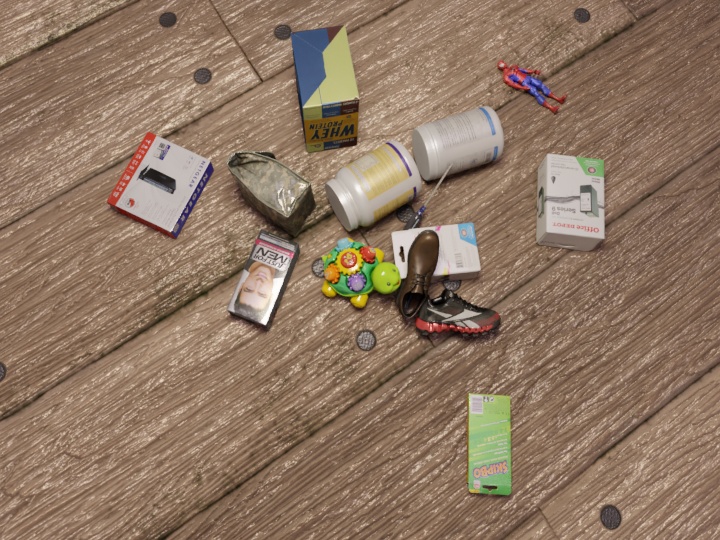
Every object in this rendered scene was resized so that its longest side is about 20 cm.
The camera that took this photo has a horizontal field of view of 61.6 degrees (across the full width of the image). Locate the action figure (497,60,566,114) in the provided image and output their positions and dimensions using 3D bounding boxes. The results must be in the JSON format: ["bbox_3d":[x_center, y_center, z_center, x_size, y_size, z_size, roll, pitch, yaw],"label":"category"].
[{"bbox_3d":[0.439,-0.487,1.569,0.198,0.052,0.066,35,78,11],"label":"action figure"}]

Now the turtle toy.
[{"bbox_3d":[0.000,0.000,1.364,0.195,0.101,0.149,19,73,14],"label":"turtle toy"}]

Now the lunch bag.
[{"bbox_3d":[-0.209,-0.191,1.393,0.197,0.164,0.119,33,80,7],"label":"lunch bag"}]

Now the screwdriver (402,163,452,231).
[{"bbox_3d":[0.163,-0.164,1.429,0.029,0.028,0.201,38,101,2],"label":"screwdriver"}]

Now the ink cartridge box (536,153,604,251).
[{"bbox_3d":[0.504,-0.163,1.450,0.141,0.084,0.206,6,73,0],"label":"ink cartridge box"}]

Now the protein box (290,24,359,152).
[{"bbox_3d":[-0.085,-0.430,1.451,0.131,0.201,0.204,-9,73,-5],"label":"protein box"}]

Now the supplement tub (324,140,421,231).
[{"bbox_3d":[0.029,-0.196,1.413,0.197,0.146,0.147,-30,76,-11],"label":"supplement tub"}]

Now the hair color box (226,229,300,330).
[{"bbox_3d":[-0.219,0.021,1.382,0.096,0.061,0.205,19,74,4],"label":"hair color box"}]

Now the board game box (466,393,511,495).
[{"bbox_3d":[0.278,0.374,1.309,0.092,0.030,0.206,4,70,0],"label":"board game box"}]

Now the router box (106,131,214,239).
[{"bbox_3d":[-0.476,-0.206,1.448,0.175,0.049,0.204,23,73,5],"label":"router box"}]

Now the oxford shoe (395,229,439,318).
[{"bbox_3d":[0.132,0.013,1.313,0.070,0.085,0.205,10,111,-8],"label":"oxford shoe"}]

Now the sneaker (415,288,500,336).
[{"bbox_3d":[0.221,0.092,1.356,0.194,0.071,0.101,1,105,-1],"label":"sneaker"}]

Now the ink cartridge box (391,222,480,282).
[{"bbox_3d":[0.171,-0.036,1.408,0.194,0.068,0.119,-6,74,-4],"label":"ink cartridge box"}]

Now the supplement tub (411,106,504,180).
[{"bbox_3d":[0.235,-0.307,1.462,0.195,0.132,0.135,-16,74,-7],"label":"supplement tub"}]
